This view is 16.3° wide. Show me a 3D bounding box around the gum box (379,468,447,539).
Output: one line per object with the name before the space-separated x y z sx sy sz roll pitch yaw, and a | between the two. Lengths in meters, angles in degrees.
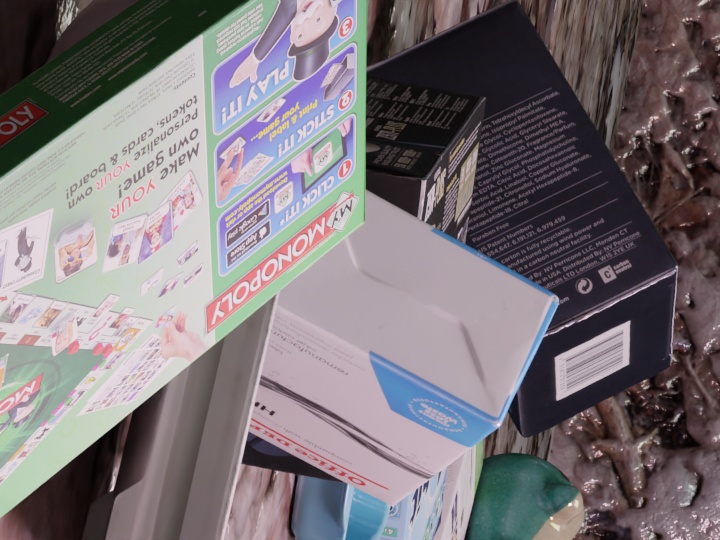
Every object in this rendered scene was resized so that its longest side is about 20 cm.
gum box | 0.030 0.132 1.764 0.170 0.044 0.200 -63 160 -61

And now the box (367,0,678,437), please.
box | 0.094 -0.029 1.486 0.200 0.107 0.148 61 -7 23

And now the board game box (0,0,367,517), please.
board game box | -0.070 -0.019 0.800 0.200 0.029 0.135 -40 147 -35

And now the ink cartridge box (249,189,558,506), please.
ink cartridge box | -0.005 0.040 1.112 0.068 0.116 0.200 -63 -175 -22

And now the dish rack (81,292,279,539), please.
dish rack | -0.069 0.045 0.975 0.172 0.043 0.200 150 -48 -77

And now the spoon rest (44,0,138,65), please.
spoon rest | -0.093 -0.019 0.875 0.099 0.061 0.200 -52 164 -68

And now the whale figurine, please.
whale figurine | 0.120 0.227 2.206 0.159 0.104 0.200 -38 -177 20

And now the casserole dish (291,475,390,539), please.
casserole dish | -0.006 0.116 1.556 0.200 0.039 0.121 -22 122 -78

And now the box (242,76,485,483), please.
box | 0.000 0.000 1.309 0.200 0.086 0.164 -55 154 -70

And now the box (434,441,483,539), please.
box | 0.068 0.199 2.103 0.144 0.036 0.200 89 16 -52
